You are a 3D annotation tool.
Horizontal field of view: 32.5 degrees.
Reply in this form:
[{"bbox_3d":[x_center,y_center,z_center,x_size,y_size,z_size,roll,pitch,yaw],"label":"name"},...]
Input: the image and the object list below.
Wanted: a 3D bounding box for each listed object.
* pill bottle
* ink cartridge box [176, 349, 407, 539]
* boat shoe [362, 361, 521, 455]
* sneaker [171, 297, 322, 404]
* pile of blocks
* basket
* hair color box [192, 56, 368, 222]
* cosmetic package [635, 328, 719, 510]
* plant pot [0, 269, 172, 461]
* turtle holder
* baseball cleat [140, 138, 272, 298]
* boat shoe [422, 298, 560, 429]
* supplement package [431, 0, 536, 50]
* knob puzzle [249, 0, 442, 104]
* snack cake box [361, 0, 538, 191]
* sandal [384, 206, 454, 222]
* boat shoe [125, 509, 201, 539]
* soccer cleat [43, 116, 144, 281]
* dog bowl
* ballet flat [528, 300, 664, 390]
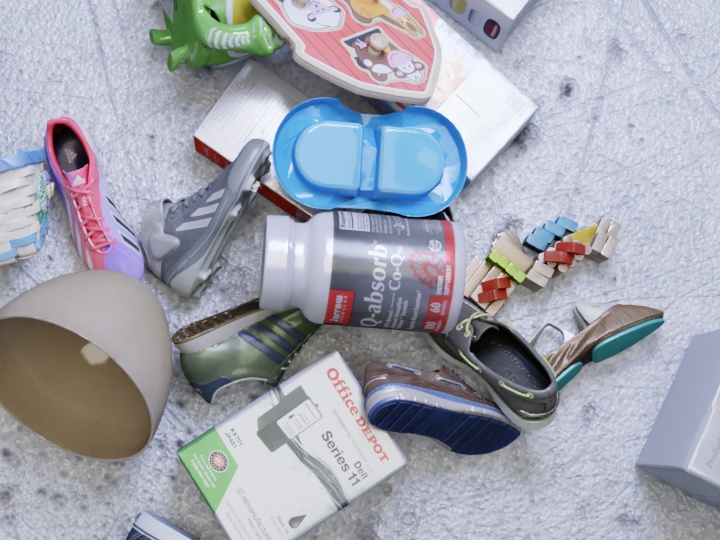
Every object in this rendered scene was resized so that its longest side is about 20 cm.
[{"bbox_3d":[0.000,0.000,1.251,0.199,0.116,0.117,4,82,-7],"label":"pill bottle"},{"bbox_3d":[-0.070,0.195,1.291,0.199,0.083,0.147,-33,86,-8],"label":"ink cartridge box"},{"bbox_3d":[0.088,0.136,1.293,0.199,0.072,0.073,22,38,-35],"label":"boat shoe"},{"bbox_3d":[-0.097,0.078,1.322,0.199,0.067,0.090,-20,106,-16],"label":"sneaker"},{"bbox_3d":[0.195,-0.019,1.349,0.199,0.062,0.082,-27,85,-7],"label":"pile of blocks"},{"bbox_3d":[-0.396,-0.105,1.271,0.138,0.176,0.201,-23,103,-7],"label":"basket"},{"bbox_3d":[-0.070,-0.126,1.346,0.199,0.064,0.111,35,79,3],"label":"hair color box"},{"bbox_3d":[0.428,0.175,1.284,0.199,0.166,0.168,27,81,0],"label":"cosmetic package"},{"bbox_3d":[-0.271,0.076,1.258,0.199,0.201,0.135,27,47,1],"label":"plant pot"},{"bbox_3d":[-0.146,-0.288,1.306,0.131,0.185,0.142,-9,96,-22],"label":"turtle holder"},{"bbox_3d":[-0.170,-0.066,1.296,0.106,0.070,0.201,32,110,6],"label":"baseball cleat"},{"bbox_3d":[0.133,0.079,1.296,0.072,0.060,0.202,-29,56,-25],"label":"boat shoe"},{"bbox_3d":[0.127,-0.376,1.370,0.200,0.111,0.156,38,81,3],"label":"supplement package"},{"bbox_3d":[0.007,-0.249,1.263,0.218,0.031,0.221,15,48,-17],"label":"knob puzzle"},{"bbox_3d":[0.083,-0.198,1.364,0.200,0.067,0.115,43,83,3],"label":"snack cake box"},{"bbox_3d":[0.062,-0.067,1.317,0.075,0.048,0.201,-29,112,-24],"label":"sandal"},{"bbox_3d":[-0.163,0.335,1.277,0.199,0.071,0.091,28,82,7],"label":"boat shoe"},{"bbox_3d":[-0.289,-0.070,1.317,0.066,0.076,0.201,-22,82,-3],"label":"soccer cleat"},{"bbox_3d":[0.007,-0.112,1.256,0.199,0.050,0.112,4,87,-9],"label":"dog bowl"},{"bbox_3d":[0.233,0.079,1.344,0.199,0.068,0.072,-34,67,-3],"label":"ballet flat"}]
